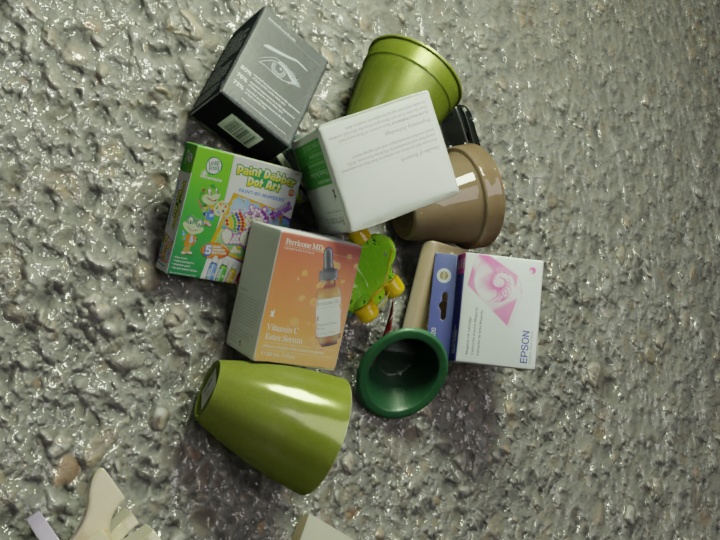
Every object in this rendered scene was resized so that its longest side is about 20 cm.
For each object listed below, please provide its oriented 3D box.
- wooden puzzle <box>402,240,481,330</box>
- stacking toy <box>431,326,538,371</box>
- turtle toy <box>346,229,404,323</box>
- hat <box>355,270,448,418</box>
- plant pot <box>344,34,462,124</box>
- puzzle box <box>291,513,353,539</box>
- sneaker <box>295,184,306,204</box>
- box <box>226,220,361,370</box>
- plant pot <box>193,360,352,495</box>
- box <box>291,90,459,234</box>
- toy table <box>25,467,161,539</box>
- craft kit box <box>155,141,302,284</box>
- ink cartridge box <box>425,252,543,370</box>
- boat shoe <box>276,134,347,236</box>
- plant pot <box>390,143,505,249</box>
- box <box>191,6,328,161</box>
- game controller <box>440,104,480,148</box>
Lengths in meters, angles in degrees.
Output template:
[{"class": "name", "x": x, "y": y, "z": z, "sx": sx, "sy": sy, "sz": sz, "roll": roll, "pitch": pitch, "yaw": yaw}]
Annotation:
[{"class": "wooden puzzle", "x": 0.172, "y": 0.050, "z": 1.765, "sx": 0.198, "sy": 0.046, "sz": 0.188, "roll": 13, "pitch": 91, "yaw": -34}, {"class": "stacking toy", "x": 0.219, "y": 0.125, "z": 1.724, "sx": 0.197, "sy": 0.146, "sz": 0.148, "roll": -6, "pitch": 82, "yaw": -16}, {"class": "turtle toy", "x": 0.000, "y": 0.000, "z": 1.610, "sx": 0.200, "sy": 0.101, "sz": 0.147, "roll": -40, "pitch": 101, "yaw": -37}, {"class": "hat", "x": 0.060, "y": 0.143, "z": 1.686, "sx": 0.200, "sy": 0.176, "sz": 0.166, "roll": -46, "pitch": 116, "yaw": 4}, {"class": "plant pot", "x": 0.056, "y": -0.290, "z": 1.695, "sx": 0.200, "sy": 0.199, "sz": 0.194, "roll": 42, "pitch": 67, "yaw": -26}, {"class": "puzzle box", "x": -0.042, "y": 0.497, "z": 1.499, "sx": 0.200, "sy": 0.025, "sz": 0.134, "roll": 39, "pitch": 56, "yaw": -28}, {"class": "sneaker", "x": -0.181, "y": -0.125, "z": 1.515, "sx": 0.198, "sy": 0.075, "sz": 0.078, "roll": 8, "pitch": 85, "yaw": -32}, {"class": "box", "x": -0.104, "y": 0.039, "z": 1.444, "sx": 0.151, "sy": 0.106, "sz": 0.203, "roll": 9, "pitch": 96, "yaw": -33}, {"class": "plant pot", "x": -0.144, "y": 0.216, "z": 1.398, "sx": 0.198, "sy": 0.187, "sz": 0.189, "roll": 24, "pitch": 63, "yaw": -19}, {"class": "box", "x": 0.019, "y": -0.168, "z": 1.495, "sx": 0.198, "sy": 0.199, "sz": 0.173, "roll": -21, "pitch": 97, "yaw": -16}, {"class": "toy table", "x": -0.327, "y": 0.367, "z": 1.194, "sx": 0.117, "sy": 0.183, "sz": 0.202, "roll": -36, "pitch": 112, "yaw": -24}, {"class": "craft kit box", "x": -0.201, "y": -0.081, "z": 1.441, "sx": 0.198, "sy": 0.048, "sz": 0.200, "roll": 9, "pitch": 96, "yaw": -40}, {"class": "ink cartridge box", "x": 0.223, "y": 0.071, "z": 1.664, "sx": 0.197, "sy": 0.043, "sz": 0.199, "roll": 5, "pitch": 83, "yaw": 2}, {"class": "boat shoe", "x": -0.068, "y": -0.146, "z": 1.600, "sx": 0.062, "sy": 0.073, "sz": 0.200, "roll": -40, "pitch": 105, "yaw": -1}, {"class": "plant pot", "x": 0.148, "y": -0.128, "z": 1.743, "sx": 0.173, "sy": 0.200, "sz": 0.203, "roll": -12, "pitch": 87, "yaw": -23}, {"class": "box", "x": -0.164, "y": -0.304, "z": 1.530, "sx": 0.148, "sy": 0.104, "sz": 0.202, "roll": 37, "pitch": 56, "yaw": -25}, {"class": "game controller", "x": 0.208, "y": -0.244, "z": 1.912, "sx": 0.103, "sy": 0.042, "sz": 0.203, "roll": -15, "pitch": 89, "yaw": -28}]
